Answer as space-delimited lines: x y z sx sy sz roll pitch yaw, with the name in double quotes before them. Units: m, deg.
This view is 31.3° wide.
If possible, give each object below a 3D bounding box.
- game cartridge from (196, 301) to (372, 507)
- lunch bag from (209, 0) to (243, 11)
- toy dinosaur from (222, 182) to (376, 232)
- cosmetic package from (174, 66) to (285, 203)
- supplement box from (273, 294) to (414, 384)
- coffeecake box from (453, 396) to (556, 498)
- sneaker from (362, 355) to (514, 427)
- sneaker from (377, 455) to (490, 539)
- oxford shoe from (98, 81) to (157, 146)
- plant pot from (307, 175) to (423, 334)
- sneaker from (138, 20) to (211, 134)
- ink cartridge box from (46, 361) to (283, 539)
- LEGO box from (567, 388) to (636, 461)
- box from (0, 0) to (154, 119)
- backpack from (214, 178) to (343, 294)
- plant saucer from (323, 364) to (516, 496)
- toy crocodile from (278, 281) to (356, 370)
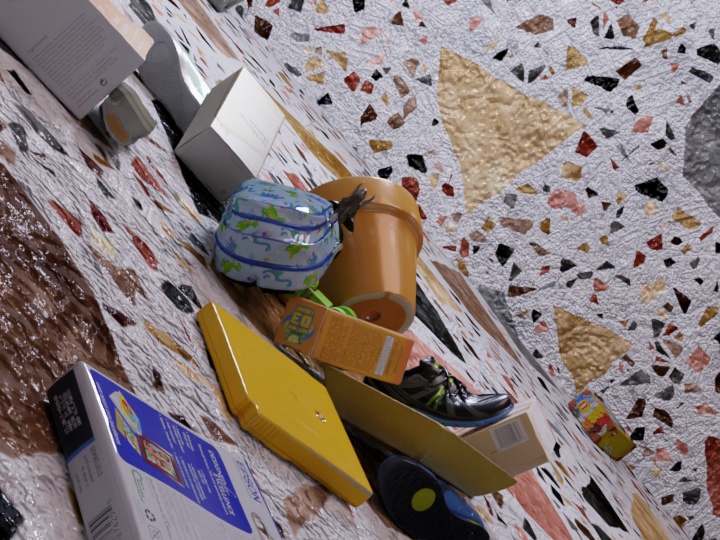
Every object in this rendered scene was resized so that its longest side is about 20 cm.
"game cartridge" -0.080 0.138 1.325 0.200 0.032 0.176 40 14 -38
"lunch bag" -0.356 -0.749 3.246 0.164 0.118 0.200 49 14 -6
"toy dinosaur" -0.083 -0.062 1.727 0.102 0.200 0.077 -40 122 -70
"cosmetic package" -0.182 -0.196 1.827 0.104 0.073 0.200 49 27 -21
"supplement box" -0.017 0.087 1.576 0.066 0.069 0.200 18 -1 36
"coffeecake box" 0.176 0.240 1.729 0.073 0.153 0.200 66 10 5
"sneaker" 0.101 0.156 1.670 0.199 0.083 0.071 11 5 8
"sneaker" 0.071 0.262 1.467 0.200 0.066 0.078 45 2 -37
"oxford shoe" -0.284 -0.182 1.530 0.075 0.058 0.200 56 -6 -14
"plant pot" 0.000 0.000 1.821 0.200 0.200 0.184 41 29 -45
"sneaker" -0.264 -0.280 1.942 0.201 0.074 0.118 61 17 6
"ink cartridge box" -0.122 0.180 0.908 0.200 0.047 0.198 44 10 -45
"LEGO box" 0.702 0.450 3.727 0.200 0.077 0.149 39 15 -51
"box" -0.350 -0.297 1.496 0.200 0.106 0.152 48 10 -18
"backpack" -0.105 -0.042 1.562 0.163 0.154 0.200 19 31 3
"plant saucer" 0.061 0.200 1.524 0.200 0.049 0.200 25 -10 41
"toy crocodile" -0.065 0.046 1.692 0.200 0.062 0.068 47 9 8
